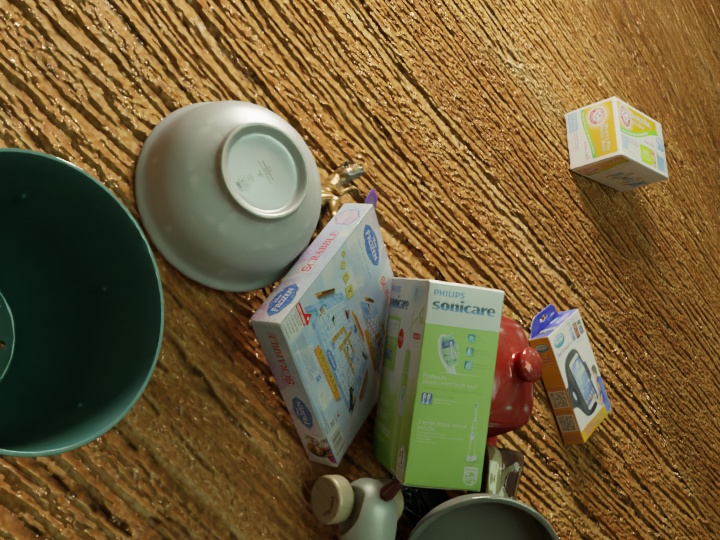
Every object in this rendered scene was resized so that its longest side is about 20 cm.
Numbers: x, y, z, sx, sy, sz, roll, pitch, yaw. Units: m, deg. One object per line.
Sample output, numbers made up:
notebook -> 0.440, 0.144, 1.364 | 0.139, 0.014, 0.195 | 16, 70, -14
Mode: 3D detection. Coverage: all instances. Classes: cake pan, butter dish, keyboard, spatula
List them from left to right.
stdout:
spatula -> 0.000, 0.000, 1.021 | 0.057, 0.020, 0.203 | 65, 29, -72
keyboard -> 0.058, 0.251, 1.025 | 0.201, 0.039, 0.104 | 61, 19, -14
cake pan -> 0.132, 0.342, 0.981 | 0.202, 0.199, 0.037 | 60, 0, -16
butter dish -> 0.158, 0.127, 1.075 | 0.198, 0.147, 0.203 | 15, 67, -48

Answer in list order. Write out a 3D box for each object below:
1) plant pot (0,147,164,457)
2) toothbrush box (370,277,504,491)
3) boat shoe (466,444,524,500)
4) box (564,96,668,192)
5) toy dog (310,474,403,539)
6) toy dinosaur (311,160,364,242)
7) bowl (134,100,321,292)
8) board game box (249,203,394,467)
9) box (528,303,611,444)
plant pot -> -0.268, 0.035, 0.611 | 0.199, 0.160, 0.203 | 18, 65, -44
toothbrush box -> 0.077, 0.113, 0.905 | 0.085, 0.146, 0.203 | 9, 89, -12
boat shoe -> 0.165, 0.318, 1.054 | 0.071, 0.072, 0.203 | 10, 83, -18
box -> 0.469, -0.227, 1.570 | 0.199, 0.101, 0.114 | 10, 72, -47
toy dog -> 0.026, 0.290, 0.870 | 0.131, 0.096, 0.202 | -17, 77, -46
toy dinosaur -> -0.057, -0.069, 0.977 | 0.106, 0.060, 0.199 | 48, 37, 9
bowl -> -0.112, -0.086, 0.846 | 0.199, 0.090, 0.204 | 10, 72, -32
board game box -> -0.021, 0.066, 0.924 | 0.200, 0.041, 0.202 | -52, 137, -41
box -> 0.327, 0.154, 1.345 | 0.119, 0.041, 0.202 | -29, 103, -49
